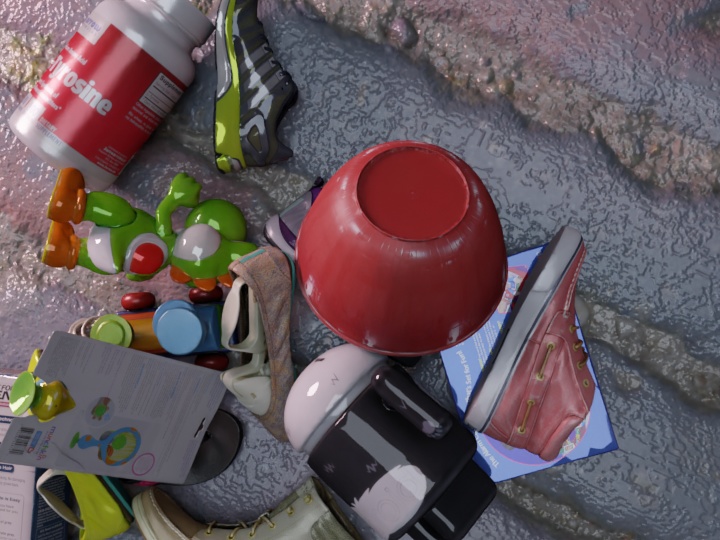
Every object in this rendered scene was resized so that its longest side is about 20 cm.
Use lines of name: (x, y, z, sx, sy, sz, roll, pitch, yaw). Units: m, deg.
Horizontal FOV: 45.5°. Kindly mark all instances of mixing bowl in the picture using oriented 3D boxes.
mixing bowl: (0.041, -0.039, 0.749, 0.199, 0.109, 0.201, 2, 60, -3)

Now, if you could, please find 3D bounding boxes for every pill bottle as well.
pill bottle: (-0.235, -0.185, 0.831, 0.112, 0.112, 0.200, 38, 91, 6)

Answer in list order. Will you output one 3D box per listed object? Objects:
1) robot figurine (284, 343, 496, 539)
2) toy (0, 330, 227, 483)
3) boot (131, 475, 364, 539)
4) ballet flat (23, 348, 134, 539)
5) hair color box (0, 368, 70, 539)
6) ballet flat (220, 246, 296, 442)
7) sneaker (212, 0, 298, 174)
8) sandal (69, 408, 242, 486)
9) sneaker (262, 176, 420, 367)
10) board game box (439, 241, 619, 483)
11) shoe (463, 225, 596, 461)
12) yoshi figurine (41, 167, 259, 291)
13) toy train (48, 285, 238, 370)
robot figurine: (0.025, 0.156, 0.770, 0.200, 0.125, 0.150, 42, 105, 11)
toy: (-0.217, 0.119, 0.758, 0.047, 0.200, 0.116, 25, 91, 38)
boot: (-0.104, 0.246, 0.820, 0.155, 0.072, 0.200, -44, 90, 2)
ballet flat: (-0.273, 0.169, 0.788, 0.067, 0.067, 0.201, -25, 112, -12)
hair color box: (-0.340, 0.200, 0.840, 0.100, 0.060, 0.201, 3, 88, 18)
ballet flat: (-0.099, 0.076, 0.803, 0.068, 0.067, 0.201, 17, 115, 47)
sneaker: (-0.101, -0.195, 0.848, 0.081, 0.074, 0.201, 1, 93, -4)
sandal: (-0.214, 0.180, 0.845, 0.199, 0.045, 0.075, -8, 85, 5)
sneaker: (0.000, 0.000, 0.823, 0.200, 0.074, 0.088, 44, 87, 6)
board game box: (0.147, 0.088, 0.817, 0.134, 0.045, 0.201, -16, 86, 4)
shoe: (0.173, 0.067, 0.761, 0.091, 0.071, 0.201, 25, 95, 5)
yoshi figurine: (-0.191, -0.037, 0.820, 0.199, 0.112, 0.113, 13, 78, -15)
toy train: (-0.226, 0.062, 0.817, 0.199, 0.116, 0.085, -6, 86, 5)
